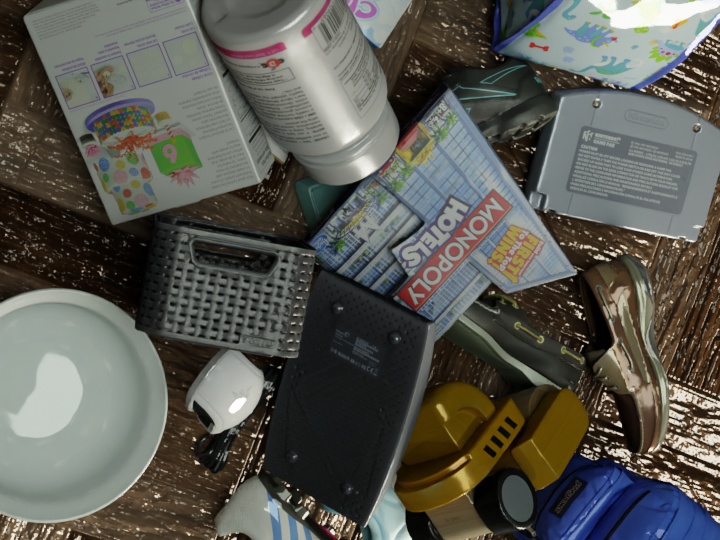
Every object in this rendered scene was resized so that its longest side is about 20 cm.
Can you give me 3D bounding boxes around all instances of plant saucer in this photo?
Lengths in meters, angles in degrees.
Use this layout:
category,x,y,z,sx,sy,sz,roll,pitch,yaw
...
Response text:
category,x,y,z,sx,sy,sz,roll,pitch,yaw
plant saucer,0.000,0.000,1.737,0.070,0.019,0.200,-22,106,-19

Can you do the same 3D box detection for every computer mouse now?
category,x,y,z,sx,sy,sz,roll,pitch,yaw
computer mouse,-0.111,0.117,1.617,0.044,0.200,0.110,38,80,10

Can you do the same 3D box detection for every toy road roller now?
category,x,y,z,sx,sy,sz,roll,pitch,yaw
toy road roller,0.104,0.152,1.709,0.146,0.123,0.200,57,43,-13

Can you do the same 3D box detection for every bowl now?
category,x,y,z,sx,sy,sz,roll,pitch,yaw
bowl,-0.274,0.109,1.595,0.201,0.090,0.201,-3,98,-23

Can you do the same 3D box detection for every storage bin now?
category,x,y,z,sx,sy,sz,roll,pitch,yaw
storage bin,-0.117,0.010,1.578,0.135,0.200,0.094,10,94,-7

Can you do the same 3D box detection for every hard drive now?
category,x,y,z,sx,sy,sz,roll,pitch,yaw
hard drive,-0.007,0.112,1.649,0.042,0.135,0.200,-9,121,-56

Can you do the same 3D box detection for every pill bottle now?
category,x,y,z,sx,sy,sz,roll,pitch,yaw
pill bottle,-0.045,-0.169,1.567,0.113,0.113,0.200,-44,138,-12

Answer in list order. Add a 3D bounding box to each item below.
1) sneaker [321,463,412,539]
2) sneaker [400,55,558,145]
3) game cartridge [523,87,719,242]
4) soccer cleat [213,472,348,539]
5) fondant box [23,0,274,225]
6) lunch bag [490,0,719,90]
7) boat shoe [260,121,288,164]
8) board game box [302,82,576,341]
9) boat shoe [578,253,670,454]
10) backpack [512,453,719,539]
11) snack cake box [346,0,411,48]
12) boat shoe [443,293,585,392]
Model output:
category,x,y,z,sx,sy,sz,roll,pitch,yaw
sneaker,-0.009,0.186,1.729,0.082,0.074,0.200,-33,104,-12
sneaker,0.084,-0.142,1.736,0.200,0.075,0.079,-22,83,-18
game cartridge,0.262,-0.108,1.817,0.200,0.040,0.133,11,102,-24
soccer cleat,-0.055,0.273,1.731,0.086,0.070,0.200,-40,109,4
fondant box,-0.178,-0.154,1.576,0.144,0.058,0.200,-15,109,17
lunch bag,0.238,-0.263,1.698,0.170,0.200,0.128,10,73,-23
boat shoe,-0.118,-0.181,1.633,0.069,0.071,0.200,-45,110,-10
board game box,0.084,-0.028,1.666,0.200,0.062,0.200,40,97,-9
boat shoe,0.254,0.086,1.831,0.072,0.076,0.200,-11,92,-18
backpack,0.245,0.269,1.777,0.168,0.200,0.163,38,83,-23
snack cake box,-0.060,-0.279,1.621,0.200,0.115,0.067,36,82,-22
boat shoe,0.135,0.059,1.776,0.201,0.072,0.061,37,75,-27
